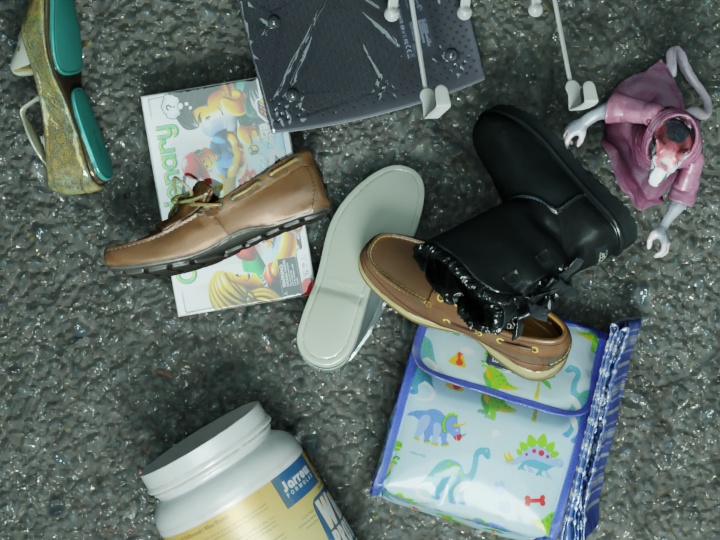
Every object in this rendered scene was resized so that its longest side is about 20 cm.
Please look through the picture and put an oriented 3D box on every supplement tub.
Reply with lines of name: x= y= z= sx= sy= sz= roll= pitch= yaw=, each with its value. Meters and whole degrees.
supplement tub: x=-0.089 y=0.230 z=1.668 sx=0.145 sy=0.145 sz=0.200 roll=-31 pitch=95 yaw=1

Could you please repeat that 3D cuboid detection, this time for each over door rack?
over door rack: x=0.102 y=-0.212 z=1.630 sx=0.148 sy=0.067 sz=0.200 roll=-5 pitch=65 yaw=-17

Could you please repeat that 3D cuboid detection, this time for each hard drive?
hard drive: x=-0.001 y=-0.201 z=1.673 sx=0.200 sy=0.042 sz=0.135 roll=-16 pitch=94 yaw=-13

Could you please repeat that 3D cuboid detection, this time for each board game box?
board game box: x=-0.116 y=-0.067 z=1.700 sx=0.126 sy=0.035 sz=0.200 roll=-10 pitch=94 yaw=0

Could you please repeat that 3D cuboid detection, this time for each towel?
towel: x=0.215 y=0.140 z=1.669 sx=0.024 sy=0.145 sz=0.200 roll=14 pitch=94 yaw=14

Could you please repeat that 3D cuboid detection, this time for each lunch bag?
lunch bag: x=0.114 y=0.124 z=1.682 sx=0.170 sy=0.127 sz=0.200 roll=18 pitch=78 yaw=0

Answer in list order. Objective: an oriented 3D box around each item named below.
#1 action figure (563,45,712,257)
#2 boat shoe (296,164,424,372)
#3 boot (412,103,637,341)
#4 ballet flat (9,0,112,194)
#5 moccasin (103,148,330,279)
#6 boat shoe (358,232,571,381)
action figure: x=0.263 y=-0.106 z=1.623 sx=0.149 sy=0.200 sz=0.134 roll=-36 pitch=95 yaw=0
boat shoe: x=0.000 y=0.000 z=1.695 sx=0.073 sy=0.062 sz=0.200 roll=21 pitch=74 yaw=11
boot: x=0.115 y=-0.042 z=1.598 sx=0.162 sy=0.073 sz=0.198 roll=-32 pitch=59 yaw=-22
ballet flat: x=-0.272 y=-0.163 z=1.678 sx=0.071 sy=0.071 sz=0.200 roll=-13 pitch=94 yaw=0
moccasin: x=-0.128 y=-0.049 z=1.648 sx=0.201 sy=0.074 sz=0.078 roll=-23 pitch=85 yaw=5
boat shoe: x=0.092 y=0.020 z=1.626 sx=0.200 sy=0.068 sz=0.072 roll=29 pitch=67 yaw=7
